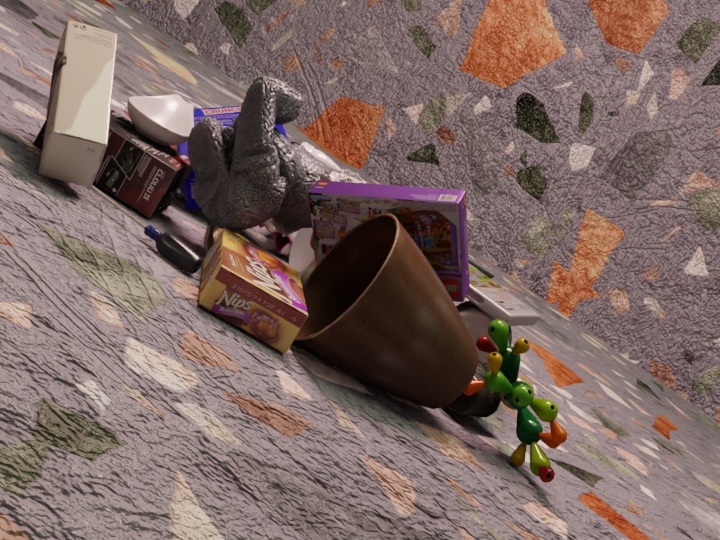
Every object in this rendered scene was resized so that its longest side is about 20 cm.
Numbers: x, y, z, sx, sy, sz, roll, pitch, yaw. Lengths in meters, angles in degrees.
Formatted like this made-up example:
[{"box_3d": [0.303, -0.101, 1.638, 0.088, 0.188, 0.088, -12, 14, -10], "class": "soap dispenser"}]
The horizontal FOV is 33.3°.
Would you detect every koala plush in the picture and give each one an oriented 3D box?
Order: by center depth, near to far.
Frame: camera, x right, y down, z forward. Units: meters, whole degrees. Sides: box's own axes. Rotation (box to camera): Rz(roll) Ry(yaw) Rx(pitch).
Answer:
[{"box_3d": [-0.105, -0.115, 1.588, 0.199, 0.176, 0.187, 24, 49, -43], "class": "koala plush"}]

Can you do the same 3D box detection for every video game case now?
[{"box_3d": [0.174, 0.024, 1.815, 0.181, 0.023, 0.200, 37, 11, 18], "class": "video game case"}]

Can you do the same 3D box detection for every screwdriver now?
[{"box_3d": [-0.271, -0.058, 1.443, 0.198, 0.028, 0.029, 33, 38, 11], "class": "screwdriver"}]

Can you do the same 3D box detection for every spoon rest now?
[{"box_3d": [-0.267, -0.212, 1.668, 0.098, 0.061, 0.200, 31, 7, -2], "class": "spoon rest"}]

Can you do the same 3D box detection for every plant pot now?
[{"box_3d": [0.045, 0.068, 1.448, 0.200, 0.187, 0.187, 42, 5, -21], "class": "plant pot"}]

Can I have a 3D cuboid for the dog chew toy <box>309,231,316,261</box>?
[{"box_3d": [0.027, -0.014, 1.618, 0.197, 0.127, 0.124, 19, 7, 9], "class": "dog chew toy"}]

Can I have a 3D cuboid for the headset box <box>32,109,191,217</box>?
[{"box_3d": [-0.316, -0.151, 1.608, 0.198, 0.078, 0.149, 33, 9, -4], "class": "headset box"}]

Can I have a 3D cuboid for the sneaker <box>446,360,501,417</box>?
[{"box_3d": [0.121, 0.131, 1.639, 0.199, 0.077, 0.114, 42, 10, 38], "class": "sneaker"}]

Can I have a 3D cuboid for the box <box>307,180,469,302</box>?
[{"box_3d": [0.036, -0.038, 1.506, 0.197, 0.139, 0.039, 6, 30, 19], "class": "box"}]

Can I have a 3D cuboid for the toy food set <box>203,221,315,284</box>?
[{"box_3d": [-0.115, -0.013, 1.620, 0.198, 0.061, 0.144, 33, 9, -5], "class": "toy food set"}]

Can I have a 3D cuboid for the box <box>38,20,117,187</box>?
[{"box_3d": [-0.345, -0.207, 1.479, 0.067, 0.082, 0.202, 14, 47, -21], "class": "box"}]

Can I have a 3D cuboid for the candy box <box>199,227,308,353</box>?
[{"box_3d": [-0.128, 0.020, 1.424, 0.116, 0.057, 0.200, 31, 8, -12], "class": "candy box"}]

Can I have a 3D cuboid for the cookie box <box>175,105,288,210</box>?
[{"box_3d": [-0.192, -0.175, 1.816, 0.168, 0.076, 0.201, -6, 33, -10], "class": "cookie box"}]

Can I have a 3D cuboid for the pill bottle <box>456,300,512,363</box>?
[{"box_3d": [0.173, 0.105, 1.819, 0.112, 0.114, 0.200, 33, 9, 5], "class": "pill bottle"}]

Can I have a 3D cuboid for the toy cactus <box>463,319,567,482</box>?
[{"box_3d": [0.193, 0.164, 1.521, 0.202, 0.101, 0.165, 62, 3, 3], "class": "toy cactus"}]

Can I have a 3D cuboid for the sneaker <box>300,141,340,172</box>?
[{"box_3d": [-0.085, -0.110, 1.911, 0.087, 0.201, 0.076, 26, 52, 0], "class": "sneaker"}]

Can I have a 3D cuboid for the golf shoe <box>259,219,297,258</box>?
[{"box_3d": [-0.087, -0.042, 1.868, 0.075, 0.092, 0.201, 18, -28, 51], "class": "golf shoe"}]

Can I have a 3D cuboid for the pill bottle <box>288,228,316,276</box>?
[{"box_3d": [0.000, 0.000, 1.773, 0.198, 0.117, 0.116, 28, 10, -29], "class": "pill bottle"}]
